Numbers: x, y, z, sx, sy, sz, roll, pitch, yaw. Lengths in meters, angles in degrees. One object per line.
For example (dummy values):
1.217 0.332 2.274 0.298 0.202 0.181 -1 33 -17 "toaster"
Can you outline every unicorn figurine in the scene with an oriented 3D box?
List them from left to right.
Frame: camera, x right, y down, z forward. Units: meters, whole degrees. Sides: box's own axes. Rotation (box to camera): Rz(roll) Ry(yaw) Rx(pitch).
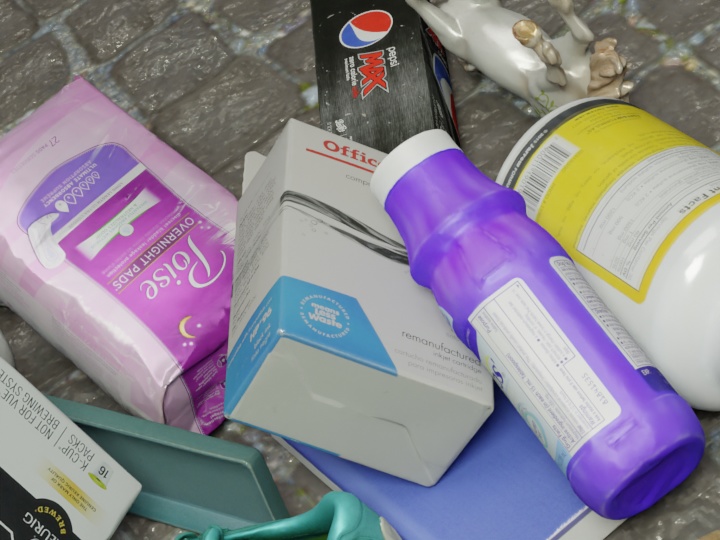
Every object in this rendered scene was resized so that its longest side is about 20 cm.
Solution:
0.081 -0.137 1.370 0.074 0.137 0.200 -35 58 -1 "unicorn figurine"

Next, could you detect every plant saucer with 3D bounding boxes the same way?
-0.118 0.100 1.252 0.200 0.070 0.019 11 47 38 "plant saucer"

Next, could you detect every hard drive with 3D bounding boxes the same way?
0.054 0.082 1.208 0.132 0.025 0.200 -39 40 -13 "hard drive"

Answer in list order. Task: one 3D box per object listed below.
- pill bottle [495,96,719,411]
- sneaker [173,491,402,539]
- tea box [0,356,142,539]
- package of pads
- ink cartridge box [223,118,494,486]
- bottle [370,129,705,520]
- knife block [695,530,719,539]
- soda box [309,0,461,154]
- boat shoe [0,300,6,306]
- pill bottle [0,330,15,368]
0.159 -0.001 1.170 0.112 0.112 0.200 -38 41 -13 "pill bottle"
-0.076 0.155 1.160 0.200 0.080 0.078 -21 40 9 "sneaker"
-0.253 0.124 1.174 0.134 0.200 0.197 -20 30 53 "tea box"
-0.128 -0.007 1.308 0.200 0.076 0.120 38 68 24 "package of pads"
0.000 0.000 1.208 0.068 0.116 0.200 -56 22 37 "ink cartridge box"
0.078 0.021 1.122 0.065 0.084 0.200 -37 69 1 "bottle"
0.137 0.140 0.978 0.064 0.176 0.200 -25 39 2 "knife block"
0.016 -0.095 1.393 0.071 0.063 0.200 -18 41 11 "soda box"
-0.229 -0.021 1.444 0.200 0.072 0.071 -6 48 27 "boat shoe"
-0.282 0.100 1.314 0.111 0.111 0.200 7 51 35 "pill bottle"
